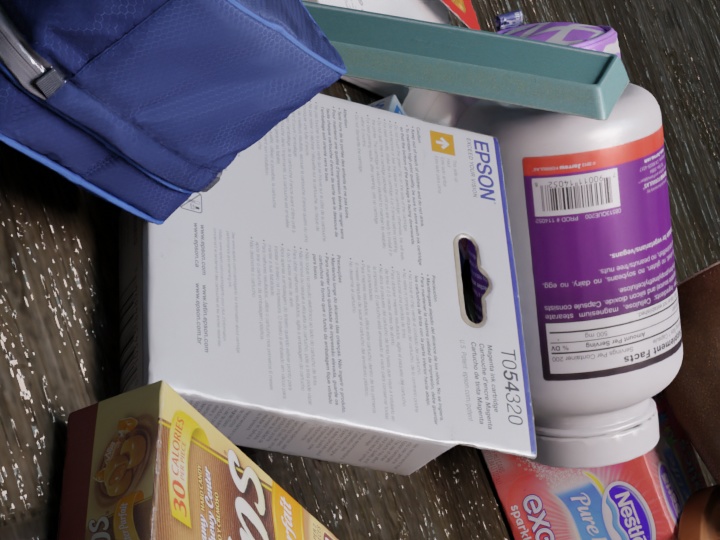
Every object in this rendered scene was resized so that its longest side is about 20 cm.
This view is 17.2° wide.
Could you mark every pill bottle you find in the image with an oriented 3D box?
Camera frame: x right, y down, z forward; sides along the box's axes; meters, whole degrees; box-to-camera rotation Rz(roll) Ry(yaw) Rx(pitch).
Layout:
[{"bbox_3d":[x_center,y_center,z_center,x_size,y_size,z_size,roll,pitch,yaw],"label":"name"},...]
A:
[{"bbox_3d":[0.117,0.002,1.318,0.112,0.112,0.200,-42,128,-65],"label":"pill bottle"}]

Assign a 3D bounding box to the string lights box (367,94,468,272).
[{"bbox_3d":[0.000,0.000,1.288,0.103,0.059,0.200,59,25,-23],"label":"string lights box"}]

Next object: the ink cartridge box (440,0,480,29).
[{"bbox_3d":[0.022,-0.260,1.523,0.200,0.050,0.161,36,29,-41],"label":"ink cartridge box"}]

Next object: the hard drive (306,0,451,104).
[{"bbox_3d":[0.003,-0.172,1.482,0.200,0.026,0.132,16,56,-62],"label":"hard drive"}]

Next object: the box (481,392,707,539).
[{"bbox_3d":[0.154,0.148,1.446,0.095,0.102,0.200,-18,88,-67],"label":"box"}]

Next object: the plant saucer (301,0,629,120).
[{"bbox_3d":[0.040,-0.114,1.258,0.070,0.200,0.019,-54,151,-62],"label":"plant saucer"}]

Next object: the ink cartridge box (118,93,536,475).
[{"bbox_3d":[-0.020,0.000,1.150,0.200,0.043,0.197,14,51,-23],"label":"ink cartridge box"}]

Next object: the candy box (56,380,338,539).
[{"bbox_3d":[-0.055,0.151,1.047,0.200,0.055,0.116,48,31,-42],"label":"candy box"}]

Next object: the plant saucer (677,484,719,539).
[{"bbox_3d":[0.246,0.222,1.418,0.200,0.032,0.201,46,32,-41],"label":"plant saucer"}]

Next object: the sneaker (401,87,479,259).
[{"bbox_3d":[0.065,-0.028,1.470,0.085,0.073,0.200,-58,134,-27],"label":"sneaker"}]

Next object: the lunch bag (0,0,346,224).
[{"bbox_3d":[-0.119,-0.110,1.030,0.136,0.132,0.200,56,14,30],"label":"lunch bag"}]

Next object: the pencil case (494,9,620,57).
[{"bbox_3d":[0.117,-0.051,1.408,0.085,0.084,0.200,-17,107,-33],"label":"pencil case"}]

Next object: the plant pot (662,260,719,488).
[{"bbox_3d":[0.278,0.097,1.381,0.187,0.187,0.200,20,49,-60],"label":"plant pot"}]
